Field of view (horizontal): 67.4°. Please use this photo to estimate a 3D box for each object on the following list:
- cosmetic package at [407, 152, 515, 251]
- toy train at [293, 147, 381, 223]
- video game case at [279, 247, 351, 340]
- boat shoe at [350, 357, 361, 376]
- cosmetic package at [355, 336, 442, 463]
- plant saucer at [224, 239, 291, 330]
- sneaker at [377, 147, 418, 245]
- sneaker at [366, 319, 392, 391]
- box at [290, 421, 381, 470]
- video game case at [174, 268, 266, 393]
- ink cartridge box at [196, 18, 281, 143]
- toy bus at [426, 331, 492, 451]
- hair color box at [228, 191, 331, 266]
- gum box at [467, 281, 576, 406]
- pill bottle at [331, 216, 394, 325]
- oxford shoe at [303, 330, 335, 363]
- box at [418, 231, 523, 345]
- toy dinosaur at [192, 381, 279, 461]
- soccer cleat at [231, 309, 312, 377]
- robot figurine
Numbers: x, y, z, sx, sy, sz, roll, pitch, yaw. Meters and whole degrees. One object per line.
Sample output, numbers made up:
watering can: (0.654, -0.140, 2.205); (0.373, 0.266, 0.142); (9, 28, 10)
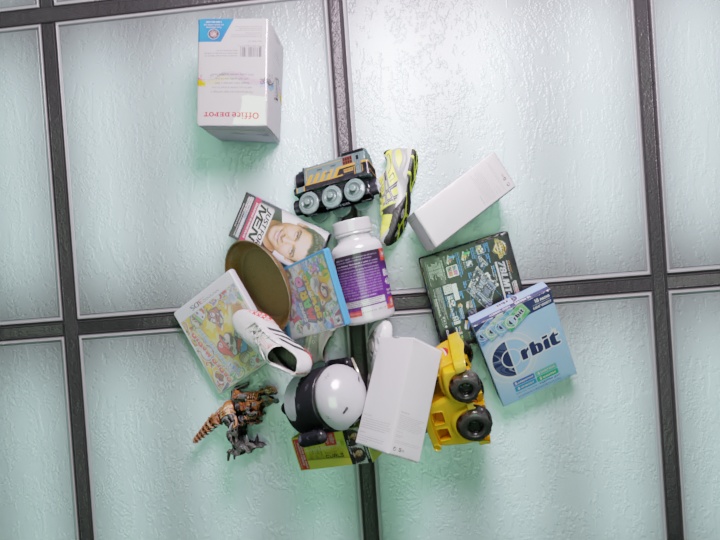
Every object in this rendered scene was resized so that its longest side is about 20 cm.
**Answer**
cosmetic package: (0.197, -0.133, 1.078); (0.197, 0.108, 0.086); (-35, 90, -6)
toy train: (-0.052, -0.175, 1.114); (0.193, 0.085, 0.119); (-13, 73, 19)
video game case: (-0.104, 0.053, 1.071); (0.197, 0.017, 0.148); (-20, 87, 48)
boat shoe: (-0.009, 0.288, 1.130); (0.061, 0.074, 0.209); (-13, 94, -5)
cosmetic package: (0.071, 0.234, 1.001); (0.083, 0.106, 0.207); (25, 73, -31)
plant saucer: (-0.204, 0.030, 1.114); (0.195, 0.035, 0.207); (19, 122, 33)
sneaker: (0.067, -0.154, 1.128); (0.074, 0.075, 0.208); (12, 86, 18)
sneaker: (0.063, 0.192, 1.120); (0.095, 0.078, 0.207); (-4, 114, -11)
box: (-0.050, 0.355, 1.102); (0.195, 0.050, 0.078); (-19, 89, 34)
video game case: (-0.285, 0.132, 1.144); (0.179, 0.023, 0.204); (-32, 89, 21)
ink cartridge box: (-0.240, -0.378, 1.098); (0.141, 0.145, 0.209); (2, 91, 4)
toy bus: (0.155, 0.250, 1.077); (0.185, 0.137, 0.206); (-16, 113, 11)
hair color box: (-0.168, -0.075, 1.141); (0.195, 0.061, 0.102); (26, 92, 2)
gum box: (0.327, 0.151, 1.089); (0.165, 0.045, 0.205); (-25, 111, 5)
pill bottle: (0.000, 0.000, 1.106); (0.107, 0.111, 0.208); (-12, 91, 3)
oxford shoe: (-0.074, 0.099, 1.131); (0.056, 0.075, 0.208); (13, 99, 9)
box: (0.237, 0.045, 1.124); (0.192, 0.050, 0.207); (-17, 92, 1)
toy dinosaur: (-0.259, 0.321, 1.152); (0.196, 0.101, 0.139); (-31, 73, 21)
soccer cleat: (-0.179, 0.140, 1.053); (0.197, 0.085, 0.070); (35, 98, 13)
robot figurine: (-0.072, 0.257, 1.067); (0.197, 0.122, 0.156); (-23, 74, 44)
